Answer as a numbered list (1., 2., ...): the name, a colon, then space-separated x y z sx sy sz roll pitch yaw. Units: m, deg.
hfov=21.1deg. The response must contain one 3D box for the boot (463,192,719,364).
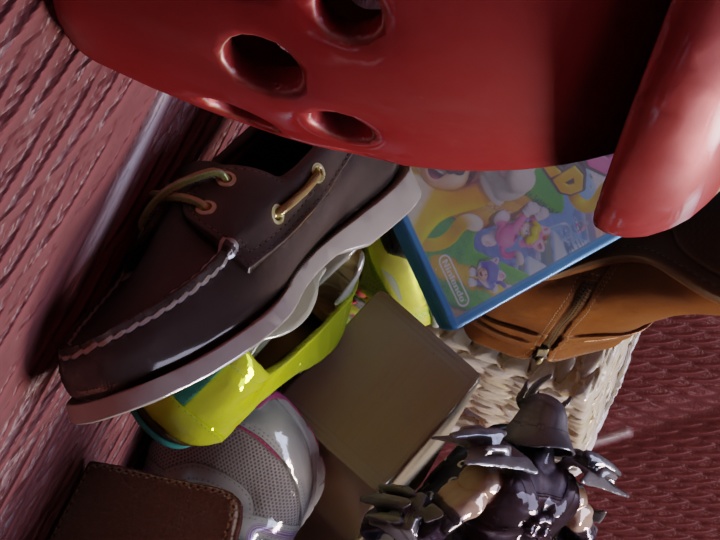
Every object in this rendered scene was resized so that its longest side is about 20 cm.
1. boot: 0.144 0.007 0.989 0.155 0.199 0.074 92 14 -63

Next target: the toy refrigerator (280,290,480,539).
1. toy refrigerator: -0.004 0.085 0.960 0.076 0.070 0.200 -46 171 -18

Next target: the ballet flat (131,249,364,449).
1. ballet flat: -0.033 0.010 0.817 0.067 0.067 0.200 -46 -178 29

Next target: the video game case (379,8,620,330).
1. video game case: 0.092 -0.081 0.892 0.199 0.144 0.018 -28 -172 -18

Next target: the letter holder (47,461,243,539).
1. letter holder: -0.068 0.190 0.710 0.101 0.142 0.201 56 50 -45

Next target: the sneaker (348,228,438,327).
1. sneaker: 0.000 0.000 0.983 0.200 0.090 0.079 99 -18 -82

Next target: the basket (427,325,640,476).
1. basket: 0.091 -0.009 1.226 0.161 0.197 0.201 89 25 -69

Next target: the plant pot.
1. plant pot: 0.038 -0.119 0.512 0.200 0.182 0.201 22 90 -81

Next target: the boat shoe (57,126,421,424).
1. boat shoe: -0.046 -0.013 0.690 0.200 0.072 0.060 -41 115 -48

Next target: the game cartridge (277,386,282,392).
1. game cartridge: -0.063 0.097 1.052 0.130 0.038 0.200 -63 173 -4

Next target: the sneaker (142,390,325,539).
1. sneaker: -0.075 0.135 0.864 0.088 0.081 0.201 -60 170 -57

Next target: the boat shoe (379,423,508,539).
1. boat shoe: 0.061 0.123 1.001 0.066 0.070 0.200 -57 170 14

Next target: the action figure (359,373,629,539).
1. action figure: 0.049 0.139 0.866 0.069 0.130 0.201 27 -81 58
